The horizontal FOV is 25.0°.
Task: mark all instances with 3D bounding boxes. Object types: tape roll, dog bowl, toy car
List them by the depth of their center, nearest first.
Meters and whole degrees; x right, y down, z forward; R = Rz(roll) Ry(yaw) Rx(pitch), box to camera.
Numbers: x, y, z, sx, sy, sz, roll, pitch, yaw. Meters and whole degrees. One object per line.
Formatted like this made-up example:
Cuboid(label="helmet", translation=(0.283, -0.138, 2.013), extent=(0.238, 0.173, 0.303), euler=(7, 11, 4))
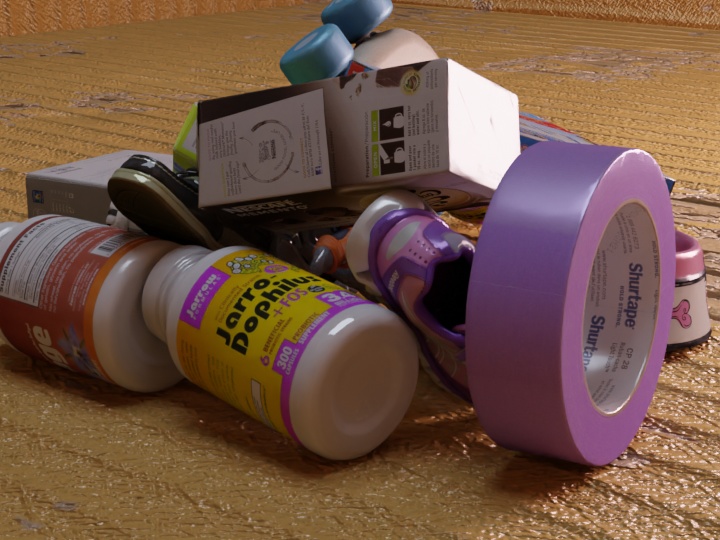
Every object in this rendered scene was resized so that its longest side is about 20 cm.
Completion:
Cuboid(label="tape roll", translation=(0.138, 0.020, 1.036), extent=(0.065, 0.202, 0.200), euler=(9, 17, 29))
Cuboid(label="dog bowl", translation=(0.187, 0.002, 1.308), extent=(0.199, 0.074, 0.200), euler=(6, 13, -1))
Cuboid(label="toy car", translation=(-0.028, -0.120, 1.447), extent=(0.199, 0.185, 0.177), euler=(-25, 20, 37))

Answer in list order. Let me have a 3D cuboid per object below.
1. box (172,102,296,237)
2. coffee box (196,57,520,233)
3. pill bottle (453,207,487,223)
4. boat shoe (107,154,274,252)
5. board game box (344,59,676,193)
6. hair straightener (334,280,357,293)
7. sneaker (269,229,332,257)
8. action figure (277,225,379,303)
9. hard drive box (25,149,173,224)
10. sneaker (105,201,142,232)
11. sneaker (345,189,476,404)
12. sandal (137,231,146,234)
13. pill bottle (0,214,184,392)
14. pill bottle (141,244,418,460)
Cuboid(label="box", translation=(-0.094, -0.078, 1.333), extent=(0.121, 0.048, 0.200), euler=(27, -6, -4))
Cuboid(label="coffee box", translation=(-0.002, -0.082, 1.122), extent=(0.199, 0.080, 0.113), euler=(-6, -11, 29))
Cuboid(label="pill bottle", translation=(0.113, -0.102, 1.598), extent=(0.103, 0.105, 0.200), euler=(3, -4, 14))
Cuboid(label="boat shoe", translation=(-0.121, -0.046, 1.211), extent=(0.071, 0.066, 0.201), euler=(18, -15, 27))
Cuboid(label="board game box", translation=(0.108, -0.094, 1.277), extent=(0.199, 0.056, 0.196), euler=(12, 13, -34))
Cuboid(label="hair straightener", translation=(-0.086, 0.012, 1.381), extent=(0.199, 0.041, 0.077), euler=(-13, 18, -20))
Cuboid(label="sneaker", translation=(-0.041, -0.039, 1.521), extent=(0.114, 0.077, 0.199), euler=(10, 15, 42))
Cuboid(label="action figure", translation=(0.000, 0.000, 1.289), extent=(0.105, 0.200, 0.193), euler=(49, 7, 15))
Cuboid(label="hard drive box", translation=(-0.205, -0.063, 1.607), extent=(0.199, 0.077, 0.156), euler=(9, 18, 33))
Cuboid(label="sneaker", translation=(-0.124, -0.020, 1.404), extent=(0.115, 0.076, 0.200), euler=(15, -1, 27))
Cuboid(label="sneaker", translation=(0.075, 0.034, 1.071), extent=(0.081, 0.200, 0.088), euler=(-49, 34, -9))
Cuboid(label="sandal", translation=(-0.212, -0.002, 1.335), extent=(0.199, 0.082, 0.055), euler=(-7, 9, 32))
Cuboid(label="pill bottle", translation=(-0.212, 0.019, 1.232), extent=(0.199, 0.113, 0.112), euler=(12, 20, 42))
Cuboid(label="pill bottle", translation=(-0.062, 0.046, 1.098), extent=(0.104, 0.105, 0.199), euler=(-14, 27, -41))
